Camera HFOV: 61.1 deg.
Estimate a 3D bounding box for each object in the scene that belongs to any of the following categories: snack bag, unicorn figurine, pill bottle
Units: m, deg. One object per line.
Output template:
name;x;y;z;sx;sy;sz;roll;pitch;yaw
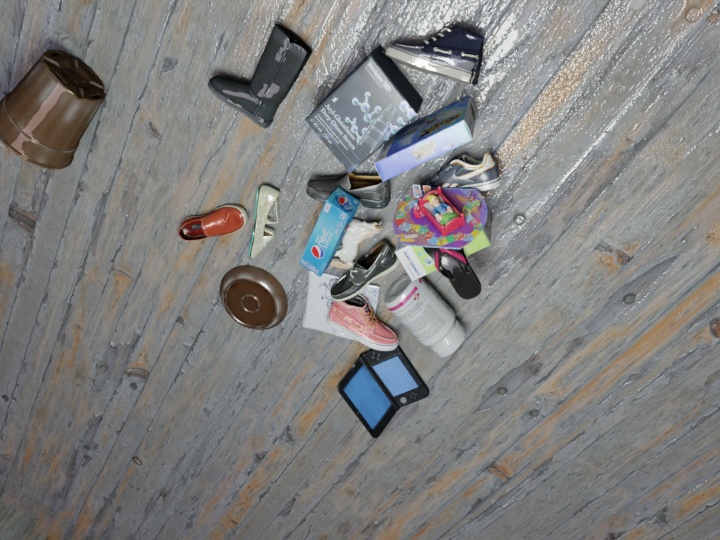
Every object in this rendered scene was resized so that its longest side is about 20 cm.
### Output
snack bag;-0.055;0.095;1.588;0.194;0.022;0.193;14;122;6
unicorn figurine;-0.026;-0.083;1.457;0.134;0.075;0.202;22;139;1
pill bottle;0.160;0.109;1.486;0.113;0.114;0.200;-37;105;29

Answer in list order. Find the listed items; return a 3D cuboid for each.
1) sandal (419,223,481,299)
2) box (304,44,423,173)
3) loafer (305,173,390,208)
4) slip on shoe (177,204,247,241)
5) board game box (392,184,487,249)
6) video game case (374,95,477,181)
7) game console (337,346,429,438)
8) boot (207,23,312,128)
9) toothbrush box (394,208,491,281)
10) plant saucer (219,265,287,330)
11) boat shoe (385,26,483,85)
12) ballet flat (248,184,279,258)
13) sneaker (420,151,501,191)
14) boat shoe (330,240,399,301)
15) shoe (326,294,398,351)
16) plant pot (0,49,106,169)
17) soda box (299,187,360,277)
sandal;0.191;-0.014;1.275;0.074;0.045;0.201;-28;111;27
box;0.009;-0.334;1.273;0.199;0.108;0.149;-37;105;28
loafer;-0.028;-0.193;1.378;0.194;0.074;0.073;3;140;1
slip on shoe;-0.370;-0.113;1.526;0.195;0.062;0.076;-10;115;18
board game box;0.156;-0.121;1.235;0.195;0.161;0.039;5;145;22
video game case;0.135;-0.270;1.232;0.196;0.183;0.046;-22;113;24
game console;0.064;0.320;1.630;0.168;0.119;0.202;-26;111;26
boot;-0.215;-0.430;1.297;0.162;0.066;0.201;30;126;-14
toothbrush box;0.185;-0.083;1.349;0.197;0.147;0.087;-25;113;25
plant saucer;-0.291;0.083;1.637;0.194;0.032;0.205;6;122;10
boat shoe;0.151;-0.439;1.207;0.195;0.075;0.095;20;102;7
ballet flat;-0.233;-0.109;1.492;0.061;0.068;0.204;11;123;-4
sneaker;0.201;-0.202;1.318;0.195;0.078;0.081;-10;106;26
boat shoe;0.000;0.000;1.474;0.198;0.073;0.068;-35;131;16
shoe;0.014;0.126;1.536;0.196;0.072;0.092;23;125;1
plant pot;-0.699;-0.374;1.389;0.197;0.201;0.200;-40;105;23
soda box;-0.072;-0.084;1.382;0.063;0.068;0.202;32;131;3
